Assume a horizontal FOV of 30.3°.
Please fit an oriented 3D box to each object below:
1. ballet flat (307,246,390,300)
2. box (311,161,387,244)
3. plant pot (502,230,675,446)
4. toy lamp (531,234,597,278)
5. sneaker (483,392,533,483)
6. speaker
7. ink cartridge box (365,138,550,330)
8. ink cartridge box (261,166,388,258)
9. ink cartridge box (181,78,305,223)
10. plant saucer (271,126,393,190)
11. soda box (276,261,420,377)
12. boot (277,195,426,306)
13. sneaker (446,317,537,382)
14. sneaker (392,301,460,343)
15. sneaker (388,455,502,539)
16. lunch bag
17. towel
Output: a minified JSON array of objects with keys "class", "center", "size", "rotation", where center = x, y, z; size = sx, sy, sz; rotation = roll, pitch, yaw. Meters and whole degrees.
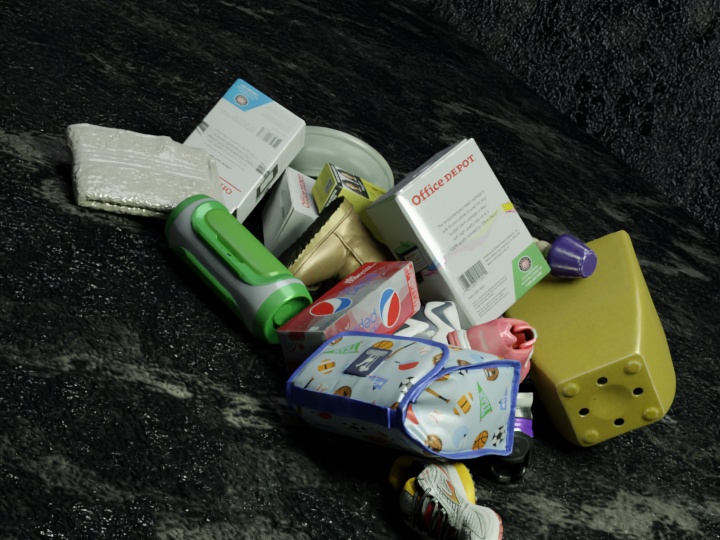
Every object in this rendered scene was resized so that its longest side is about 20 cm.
[{"class":"ballet flat","center":[0.000,0.000,1.707],"size":[0.198,0.068,0.046],"rotation":[-4,-3,-24]},{"class":"box","center":[0.033,-0.072,1.778],"size":[0.198,0.050,0.075],"rotation":[25,20,-22]},{"class":"plant pot","center":[0.301,0.107,1.713],"size":[0.201,0.192,0.197],"rotation":[-97,163,-57]},{"class":"toy lamp","center":[0.220,-0.034,1.731],"size":[0.058,0.059,0.199],"rotation":[10,10,-46]},{"class":"sneaker","center":[0.163,0.197,1.548],"size":[0.069,0.101,0.200],"rotation":[-3,-10,3]},{"class":"speaker","center":[-0.143,-0.003,1.548],"size":[0.200,0.089,0.088],"rotation":[43,22,30]},{"class":"ink cartridge box","center":[0.122,-0.039,1.658],"size":[0.144,0.084,0.201],"rotation":[-38,101,-28]},{"class":"ink cartridge box","center":[-0.031,-0.041,1.811],"size":[0.198,0.085,0.146],"rotation":[25,20,-18]},{"class":"ink cartridge box","center":[-0.175,-0.141,1.771],"size":[0.115,0.201,0.067],"rotation":[34,-22,9]},{"class":"plant saucer","center":[-0.053,-0.123,1.893],"size":[0.198,0.200,0.051],"rotation":[25,56,-16]},{"class":"soda box","center":[-0.010,0.056,1.516],"size":[0.069,0.064,0.200],"rotation":[-1,22,34]},{"class":"boot","center":[-0.007,0.034,1.652],"size":[0.200,0.175,0.066],"rotation":[48,-15,-16]},{"class":"sneaker","center":[0.174,0.096,1.546],"size":[0.200,0.086,0.075],"rotation":[15,54,-65]},{"class":"sneaker","center":[0.061,0.131,1.558],"size":[0.128,0.080,0.201],"rotation":[-6,64,-4]},{"class":"sneaker","center":[0.077,0.246,1.301],"size":[0.081,0.079,0.200],"rotation":[19,13,-20]},{"class":"lunch bag","center":[0.045,0.128,1.384],"size":[0.169,0.126,0.199],"rotation":[7,4,42]},{"class":"towel","center":[-0.262,-0.116,1.644],"size":[0.198,0.035,0.133],"rotation":[8,42,-28]}]
